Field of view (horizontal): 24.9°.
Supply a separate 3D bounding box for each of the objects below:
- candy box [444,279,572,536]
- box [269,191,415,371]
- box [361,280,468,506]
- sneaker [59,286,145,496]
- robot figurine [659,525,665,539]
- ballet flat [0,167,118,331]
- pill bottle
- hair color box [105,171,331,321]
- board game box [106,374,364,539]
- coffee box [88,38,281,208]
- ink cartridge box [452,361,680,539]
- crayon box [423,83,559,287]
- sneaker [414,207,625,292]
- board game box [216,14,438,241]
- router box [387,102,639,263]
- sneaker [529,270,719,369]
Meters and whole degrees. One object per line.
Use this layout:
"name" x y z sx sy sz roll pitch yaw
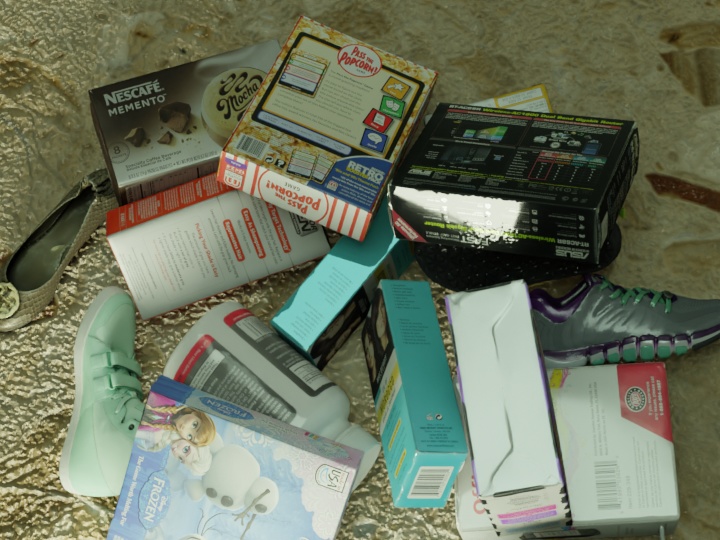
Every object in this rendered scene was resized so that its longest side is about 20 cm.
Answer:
"candy box" 0.127 0.122 1.363 0.071 0.200 0.169 -11 70 6
"box" 0.000 0.000 1.572 0.049 0.082 0.200 37 80 17
"box" 0.047 0.109 1.482 0.049 0.083 0.201 3 46 -16
"sneaker" -0.213 0.117 1.550 0.117 0.074 0.202 2 80 31
"robot figurine" 0.295 0.323 1.410 0.169 0.113 0.201 -42 70 23
"ballet flat" -0.310 -0.025 1.639 0.067 0.046 0.200 38 80 17
"pill bottle" -0.080 0.130 1.523 0.200 0.111 0.111 39 80 16
"hair color box" -0.138 -0.037 1.588 0.198 0.102 0.061 -19 27 1
"board game box" -0.119 0.221 1.466 0.197 0.043 0.201 19 110 4
"coffee box" -0.160 -0.141 1.624 0.198 0.080 0.114 -16 70 -10
"ink cartridge box" 0.186 0.168 1.490 0.198 0.086 0.149 -4 71 8
"crayon box" 0.146 -0.069 1.592 0.125 0.052 0.202 -15 70 2
"sneaker" 0.150 -0.031 1.528 0.198 0.072 0.083 -4 38 5
"board game box" -0.028 -0.138 1.546 0.150 0.046 0.201 23 52 4
"router box" 0.141 -0.083 1.485 0.198 0.063 0.150 8 39 20
"sneaker" 0.248 0.036 1.517 0.198 0.074 0.088 -12 105 3
